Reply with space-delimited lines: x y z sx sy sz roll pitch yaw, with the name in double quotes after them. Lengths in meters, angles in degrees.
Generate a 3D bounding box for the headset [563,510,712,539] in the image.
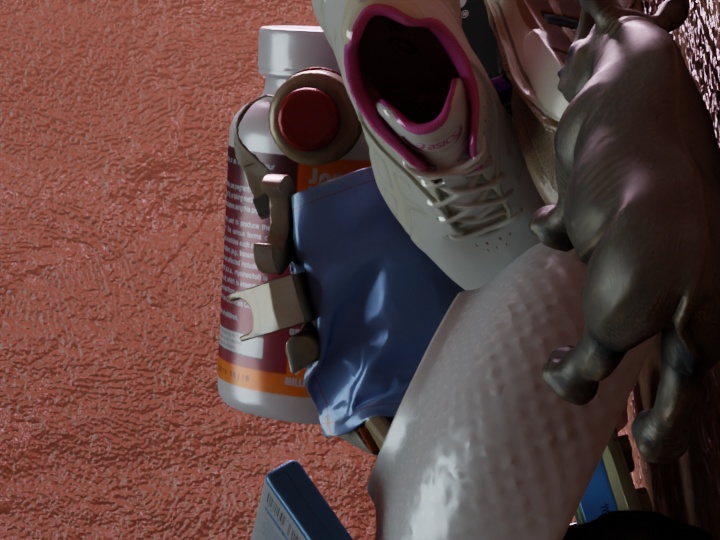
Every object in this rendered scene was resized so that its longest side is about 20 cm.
0.124 0.158 0.897 0.200 0.093 0.125 45 -131 -60 "headset"

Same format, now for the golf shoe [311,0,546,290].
0.033 -0.054 0.927 0.201 0.075 0.092 60 -168 -27 "golf shoe"

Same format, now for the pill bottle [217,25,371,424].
-0.017 -0.026 1.141 0.113 0.112 0.202 -79 -9 -82 "pill bottle"

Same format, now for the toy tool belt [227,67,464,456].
0.000 0.000 1.022 0.123 0.124 0.202 -36 -75 -79 "toy tool belt"

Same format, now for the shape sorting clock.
0.141 0.157 1.110 0.200 0.039 0.202 -16 -90 -88 "shape sorting clock"

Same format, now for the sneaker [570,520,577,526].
0.147 0.241 1.219 0.091 0.075 0.202 141 117 -82 "sneaker"

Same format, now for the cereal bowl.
0.059 0.069 0.906 0.200 0.083 0.201 25 -90 -84 "cereal bowl"

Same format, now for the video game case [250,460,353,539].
-0.008 0.184 0.937 0.143 0.018 0.201 53 155 21 "video game case"

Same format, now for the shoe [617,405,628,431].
0.090 0.109 1.210 0.200 0.070 0.054 -37 -50 -35 "shoe"

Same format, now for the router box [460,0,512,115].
0.076 -0.146 1.092 0.149 0.051 0.202 36 -137 -52 "router box"

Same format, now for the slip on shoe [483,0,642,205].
0.091 -0.088 0.945 0.200 0.075 0.061 -105 28 -58 "slip on shoe"

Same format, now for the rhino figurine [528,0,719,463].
0.097 -0.036 0.765 0.201 0.059 0.088 -93 15 -44 "rhino figurine"
